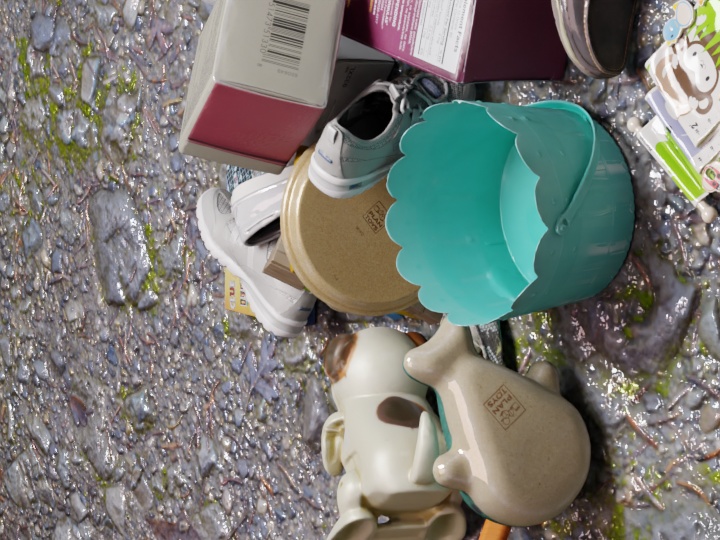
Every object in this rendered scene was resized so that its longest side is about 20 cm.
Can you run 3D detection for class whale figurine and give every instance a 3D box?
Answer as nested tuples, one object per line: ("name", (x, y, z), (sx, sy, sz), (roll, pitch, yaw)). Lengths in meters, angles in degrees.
("whale figurine", (0.114, 0.137, 1.566), (0.200, 0.159, 0.104), (49, 157, -5))

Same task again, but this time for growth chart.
("growth chart", (0.289, -0.161, 1.424), (0.145, 0.018, 0.201), (51, 130, 37))

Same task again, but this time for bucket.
("bucket", (0.134, -0.055, 1.539), (0.206, 0.134, 0.209), (9, 102, 50))

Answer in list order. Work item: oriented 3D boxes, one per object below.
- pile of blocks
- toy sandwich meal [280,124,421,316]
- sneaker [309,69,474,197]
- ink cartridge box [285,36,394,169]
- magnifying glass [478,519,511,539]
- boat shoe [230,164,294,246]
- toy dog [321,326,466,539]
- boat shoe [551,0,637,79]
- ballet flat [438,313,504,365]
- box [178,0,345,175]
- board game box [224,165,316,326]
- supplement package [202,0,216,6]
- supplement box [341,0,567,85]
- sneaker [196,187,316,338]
("pile of blocks", (0.000, 0.000, 1.753), (0.198, 0.082, 0.063), (18, 72, 14))
("toy sandwich meal", (0.006, -0.058, 1.682), (0.070, 0.203, 0.207), (-173, 80, -71))
("sneaker", (0.039, -0.143, 1.597), (0.075, 0.200, 0.082), (38, 146, 19))
("ink cartridge box", (-0.069, -0.224, 1.822), (0.200, 0.083, 0.146), (54, 132, 33))
("magnifying glass", (0.111, 0.272, 1.587), (0.079, 0.201, 0.023), (9, 135, 19))
("boat shoe", (-0.044, -0.077, 1.771), (0.199, 0.072, 0.069), (-17, 69, 19))
("toy dog", (0.021, 0.152, 1.697), (0.195, 0.138, 0.201), (93, 168, -56))
("boat shoe", (0.209, -0.264, 1.469), (0.073, 0.074, 0.202), (2, 97, 52))
("ballet flat", (0.104, 0.100, 1.651), (0.072, 0.072, 0.202), (-20, 78, 51))
("box", (-0.094, -0.187, 1.630), (0.200, 0.108, 0.129), (136, 145, -70))
("board game box", (-0.099, -0.048, 1.922), (0.135, 0.034, 0.202), (12, 104, 51))
("supplement package", (-0.092, -0.359, 1.726), (0.116, 0.117, 0.201), (24, 84, 25))
("supplement box", (0.082, -0.244, 1.588), (0.200, 0.130, 0.104), (30, 117, 46))
("sneaker", (-0.101, -0.023, 1.858), (0.082, 0.074, 0.200), (-50, 61, 23))
